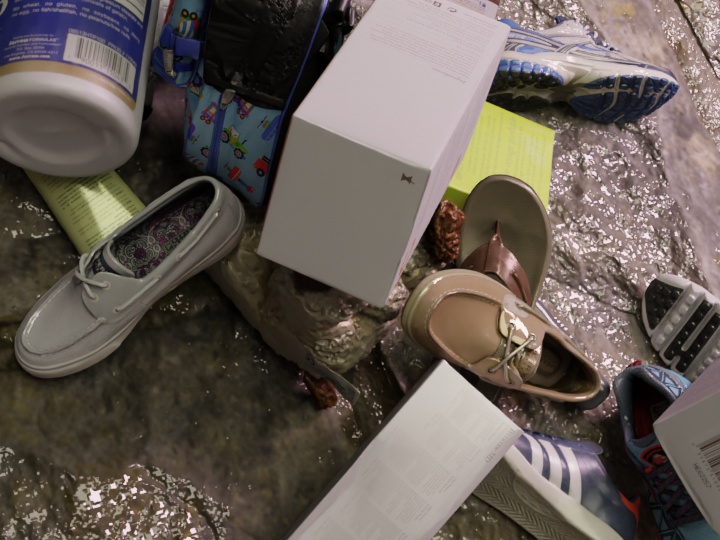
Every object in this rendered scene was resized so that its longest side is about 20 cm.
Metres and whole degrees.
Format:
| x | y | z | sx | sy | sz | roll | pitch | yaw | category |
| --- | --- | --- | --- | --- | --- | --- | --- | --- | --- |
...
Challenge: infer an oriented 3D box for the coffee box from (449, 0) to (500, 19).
| x | y | z | sx | sy | sz | roll | pitch | yaw | category |
| --- | --- | --- | --- | --- | --- | --- | --- | --- | --- |
| 0.053 | -0.188 | 1.211 | 0.080 | 0.113 | 0.200 | 26 | 44 | -8 | coffee box |

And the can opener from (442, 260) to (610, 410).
| x | y | z | sx | sy | sz | roll | pitch | yaw | category |
| --- | --- | --- | --- | --- | --- | --- | --- | --- | --- |
| 0.128 | 0.042 | 1.245 | 0.066 | 0.053 | 0.200 | -44 | 87 | 3 | can opener |

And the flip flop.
| x | y | z | sx | sy | sz | roll | pitch | yaw | category |
| --- | --- | --- | --- | --- | --- | --- | --- | --- | --- |
| 0.103 | 0.022 | 1.190 | 0.081 | 0.058 | 0.200 | 17 | 89 | 3 | flip flop |

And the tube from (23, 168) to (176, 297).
| x | y | z | sx | sy | sz | roll | pitch | yaw | category |
| --- | --- | --- | --- | --- | --- | --- | --- | --- | --- |
| -0.213 | -0.058 | 1.140 | 0.200 | 0.058 | 0.052 | 52 | 26 | 2 | tube |

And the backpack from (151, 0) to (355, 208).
| x | y | z | sx | sy | sz | roll | pitch | yaw | category |
| --- | --- | --- | --- | --- | --- | --- | --- | --- | --- |
| -0.082 | -0.158 | 1.111 | 0.134 | 0.200 | 0.183 | 17 | 31 | -3 | backpack |

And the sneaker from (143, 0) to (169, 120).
| x | y | z | sx | sy | sz | roll | pitch | yaw | category |
| --- | --- | --- | --- | --- | --- | --- | --- | --- | --- |
| -0.150 | -0.172 | 1.207 | 0.200 | 0.075 | 0.116 | 5 | 70 | -10 | sneaker |

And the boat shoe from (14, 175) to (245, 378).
| x | y | z | sx | sy | sz | roll | pitch | yaw | category |
| --- | --- | --- | --- | --- | --- | --- | --- | --- | --- |
| -0.173 | 0.002 | 1.075 | 0.200 | 0.069 | 0.072 | -32 | 66 | -2 | boat shoe |

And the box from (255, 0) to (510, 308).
| x | y | z | sx | sy | sz | roll | pitch | yaw | category |
| --- | --- | --- | --- | --- | --- | --- | --- | --- | --- |
| 0.019 | -0.092 | 1.026 | 0.097 | 0.124 | 0.200 | 23 | 41 | 5 | box |

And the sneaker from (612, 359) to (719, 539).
| x | y | z | sx | sy | sz | roll | pitch | yaw | category |
| --- | --- | --- | --- | --- | --- | --- | --- | --- | --- |
| 0.246 | 0.163 | 1.185 | 0.096 | 0.079 | 0.200 | 32 | 33 | -49 | sneaker |

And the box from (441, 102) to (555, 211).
| x | y | z | sx | sy | sz | roll | pitch | yaw | category |
| --- | --- | --- | --- | --- | --- | --- | --- | --- | --- |
| 0.067 | -0.105 | 1.263 | 0.200 | 0.048 | 0.122 | 21 | 48 | -12 | box |

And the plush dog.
| x | y | z | sx | sy | sz | roll | pitch | yaw | category |
| --- | --- | --- | --- | --- | --- | --- | --- | --- | --- |
| 0.000 | 0.000 | 1.150 | 0.172 | 0.200 | 0.161 | -40 | 120 | -22 | plush dog |

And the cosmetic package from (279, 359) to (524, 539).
| x | y | z | sx | sy | sz | roll | pitch | yaw | category |
| --- | --- | --- | --- | --- | --- | --- | --- | --- | --- |
| 0.023 | 0.167 | 1.095 | 0.083 | 0.051 | 0.200 | 42 | 83 | 1 | cosmetic package |

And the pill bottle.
| x | y | z | sx | sy | sz | roll | pitch | yaw | category |
| --- | --- | --- | --- | --- | --- | --- | --- | --- | --- |
| -0.211 | -0.182 | 1.094 | 0.120 | 0.120 | 0.200 | 14 | 59 | -17 | pill bottle |

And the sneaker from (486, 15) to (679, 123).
| x | y | z | sx | sy | sz | roll | pitch | yaw | category |
| --- | --- | --- | --- | --- | --- | --- | --- | --- | --- |
| 0.203 | -0.194 | 1.359 | 0.200 | 0.077 | 0.085 | 6 | 62 | -21 | sneaker |

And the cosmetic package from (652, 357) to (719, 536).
| x | y | z | sx | sy | sz | roll | pitch | yaw | category |
| --- | --- | --- | --- | --- | --- | --- | --- | --- | --- |
| 0.308 | 0.122 | 1.167 | 0.102 | 0.074 | 0.200 | 61 | 27 | 5 | cosmetic package |

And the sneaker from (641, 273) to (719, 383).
| x | y | z | sx | sy | sz | roll | pitch | yaw | category |
| --- | --- | --- | --- | --- | --- | --- | --- | --- | --- |
| 0.332 | 0.078 | 1.304 | 0.200 | 0.075 | 0.081 | 43 | 25 | 11 | sneaker |

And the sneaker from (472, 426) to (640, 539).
| x | y | z | sx | sy | sz | roll | pitch | yaw | category |
| --- | --- | --- | --- | --- | --- | --- | --- | --- | --- |
| 0.142 | 0.154 | 1.186 | 0.200 | 0.075 | 0.085 | 42 | 53 | -9 | sneaker |

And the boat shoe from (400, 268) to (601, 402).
| x | y | z | sx | sy | sz | roll | pitch | yaw | category |
| --- | --- | --- | --- | --- | --- | --- | --- | --- | --- |
| 0.112 | 0.055 | 1.126 | 0.200 | 0.065 | 0.072 | 27 | 95 | -44 | boat shoe |
